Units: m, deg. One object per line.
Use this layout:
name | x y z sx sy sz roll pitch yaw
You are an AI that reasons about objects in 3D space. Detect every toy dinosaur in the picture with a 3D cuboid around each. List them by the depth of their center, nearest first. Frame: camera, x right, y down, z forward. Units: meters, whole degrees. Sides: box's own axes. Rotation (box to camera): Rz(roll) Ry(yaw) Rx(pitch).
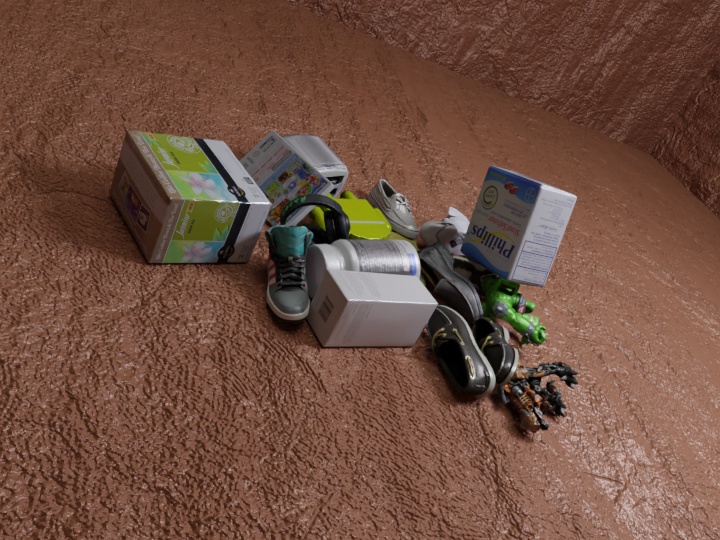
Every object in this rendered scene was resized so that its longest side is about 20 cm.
toy dinosaur | 0.309 0.203 1.254 0.134 0.102 0.201 4 56 -9

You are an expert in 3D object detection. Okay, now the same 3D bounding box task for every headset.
headset | -0.065 -0.060 1.326 0.200 0.123 0.094 38 30 -38

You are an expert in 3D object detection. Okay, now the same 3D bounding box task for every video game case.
video game case | -0.168 -0.180 1.414 0.200 0.143 0.018 44 -6 26

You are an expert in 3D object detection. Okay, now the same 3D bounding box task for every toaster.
toaster | -0.118 -0.221 1.532 0.129 0.114 0.199 46 33 23

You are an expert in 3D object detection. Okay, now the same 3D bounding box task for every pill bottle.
pill bottle | 0.000 0.000 1.270 0.199 0.114 0.114 -1 40 -33

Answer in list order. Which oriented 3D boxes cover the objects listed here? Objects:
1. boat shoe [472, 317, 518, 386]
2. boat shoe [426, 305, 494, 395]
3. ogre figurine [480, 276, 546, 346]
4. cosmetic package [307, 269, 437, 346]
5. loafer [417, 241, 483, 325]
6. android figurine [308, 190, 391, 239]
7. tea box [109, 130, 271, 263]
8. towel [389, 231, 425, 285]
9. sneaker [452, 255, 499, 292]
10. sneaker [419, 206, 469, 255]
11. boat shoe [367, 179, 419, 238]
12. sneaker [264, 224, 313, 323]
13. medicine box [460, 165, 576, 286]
boat shoe | 0.243 0.147 1.287 0.060 0.072 0.201 32 16 -7
boat shoe | 0.164 0.135 1.237 0.060 0.072 0.202 10 35 -38
ogre figurine | 0.312 0.073 1.452 0.119 0.098 0.201 32 38 -17
cosmetic package | 0.021 0.068 1.196 0.199 0.108 0.085 5 35 -38
loafer | 0.178 0.034 1.430 0.072 0.073 0.201 -18 58 -26
android figurine | -0.015 -0.101 1.461 0.181 0.041 0.200 -2 41 -35
tea box | -0.296 -0.124 1.200 0.196 0.134 0.200 -3 42 -43
towel | 0.068 -0.030 1.480 0.143 0.023 0.201 19 31 -18
sneaker | 0.259 -0.001 1.554 0.199 0.077 0.089 19 22 -21
sneaker | 0.202 -0.096 1.651 0.199 0.075 0.115 12 32 -36
boat shoe | 0.083 -0.146 1.616 0.071 0.066 0.200 12 27 -32
sneaker | -0.118 -0.014 1.175 0.083 0.122 0.201 -1 35 -13
medicine box | 0.323 -0.094 1.450 0.102 0.202 0.182 10 15 -29
